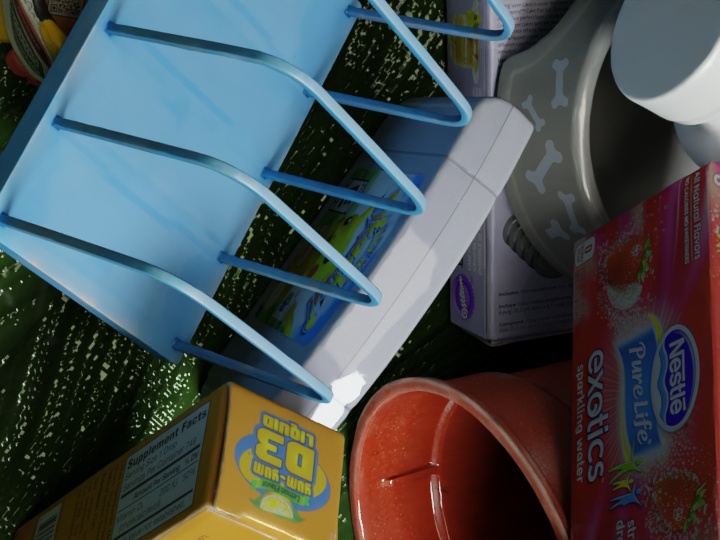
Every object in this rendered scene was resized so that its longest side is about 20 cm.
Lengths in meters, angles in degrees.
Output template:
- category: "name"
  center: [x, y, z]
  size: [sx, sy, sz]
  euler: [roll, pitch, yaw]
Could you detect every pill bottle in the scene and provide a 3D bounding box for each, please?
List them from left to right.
- category: "pill bottle"
  center: [0.218, -0.080, 0.751]
  size: [0.199, 0.111, 0.112]
  euler: [21, 91, -28]

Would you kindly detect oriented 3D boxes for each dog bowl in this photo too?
- category: "dog bowl"
  center: [0.168, -0.079, 0.822]
  size: [0.199, 0.059, 0.202]
  euler: [-6, 103, -26]

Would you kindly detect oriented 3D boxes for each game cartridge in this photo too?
- category: "game cartridge"
  center: [0.000, 0.000, 0.770]
  size: [0.040, 0.133, 0.201]
  euler: [37, 83, -21]

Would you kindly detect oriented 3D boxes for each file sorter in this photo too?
- category: "file sorter"
  center: [-0.040, -0.063, 0.685]
  size: [0.139, 0.122, 0.201]
  euler: [42, 69, -50]

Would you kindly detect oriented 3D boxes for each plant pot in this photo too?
- category: "plant pot"
  center: [0.129, 0.126, 0.836]
  size: [0.194, 0.200, 0.202]
  euler: [-16, 107, -30]

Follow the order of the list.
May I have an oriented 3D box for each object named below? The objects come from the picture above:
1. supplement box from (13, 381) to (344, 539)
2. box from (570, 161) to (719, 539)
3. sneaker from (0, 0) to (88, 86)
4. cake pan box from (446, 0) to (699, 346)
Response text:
- category: "supplement box"
  center: [-0.090, 0.124, 0.720]
  size: [0.066, 0.200, 0.069]
  euler: [28, 50, -27]
- category: "box"
  center: [0.158, 0.068, 0.708]
  size: [0.095, 0.100, 0.201]
  euler: [20, 59, -25]
- category: "sneaker"
  center: [-0.118, -0.179, 0.705]
  size: [0.077, 0.082, 0.201]
  euler: [-4, 102, -25]
- category: "cake pan box"
  center: [0.143, -0.066, 0.873]
  size: [0.199, 0.052, 0.186]
  euler: [-9, 106, -24]
